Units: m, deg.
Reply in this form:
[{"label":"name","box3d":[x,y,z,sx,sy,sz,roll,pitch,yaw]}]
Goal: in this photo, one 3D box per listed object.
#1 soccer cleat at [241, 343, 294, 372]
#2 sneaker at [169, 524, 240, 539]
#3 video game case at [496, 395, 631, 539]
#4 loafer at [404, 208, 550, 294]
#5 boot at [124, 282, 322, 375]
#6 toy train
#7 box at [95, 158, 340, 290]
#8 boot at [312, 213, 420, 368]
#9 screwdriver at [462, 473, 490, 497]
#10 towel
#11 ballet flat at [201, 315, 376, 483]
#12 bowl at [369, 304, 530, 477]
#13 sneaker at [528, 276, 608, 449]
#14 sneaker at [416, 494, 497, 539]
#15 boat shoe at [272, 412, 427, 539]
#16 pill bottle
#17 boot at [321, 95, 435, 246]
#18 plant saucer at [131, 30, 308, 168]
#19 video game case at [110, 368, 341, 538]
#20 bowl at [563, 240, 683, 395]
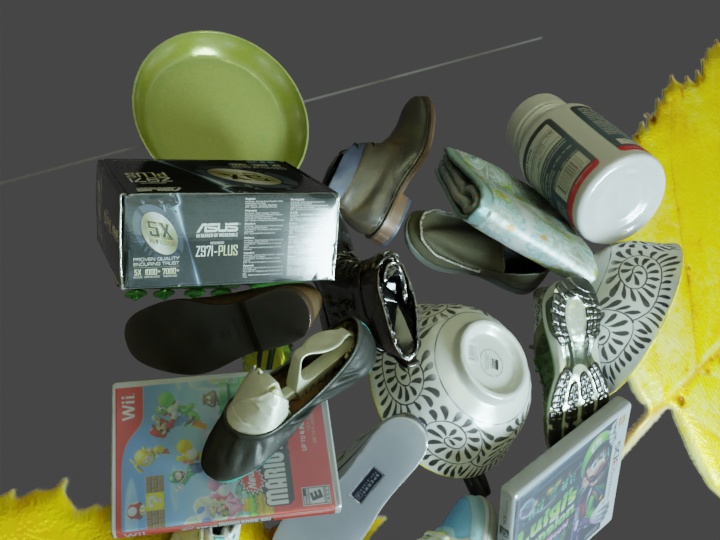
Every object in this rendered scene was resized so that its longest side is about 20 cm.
[{"label":"soccer cleat","box3d":[-0.096,0.121,0.890,0.083,0.065,0.202,-18,74,-3]},{"label":"sneaker","box3d":[-0.143,0.262,0.802,0.075,0.088,0.202,17,65,-21]},{"label":"video game case","box3d":[0.217,0.253,0.957,0.199,0.023,0.183,-27,129,-34]},{"label":"loafer","box3d":[0.145,-0.030,1.059,0.199,0.070,0.076,16,66,-22]},{"label":"boot","box3d":[-0.130,0.051,0.859,0.075,0.198,0.074,-45,123,-72]},{"label":"toy train","box3d":[-0.148,0.004,0.905,0.198,0.056,0.042,-1,73,-28]},{"label":"box","box3d":[-0.141,-0.050,0.847,0.198,0.164,0.087,-2,108,-23]},{"label":"boot","box3d":[0.000,0.000,0.900,0.069,0.174,0.202,-19,91,-22]},{"label":"screwdriver","box3d":[0.096,0.163,1.004,0.028,0.029,0.201,-16,73,-30]},{"label":"towel","box3d":[0.178,-0.070,1.039,0.170,0.048,0.200,25,21,-18]},{"label":"ballet flat","box3d":[-0.067,0.104,0.799,0.068,0.069,0.200,31,55,33]},{"label":"bowl","box3d":[0.118,0.111,0.960,0.199,0.094,0.202,16,56,-25]},{"label":"sneaker","box3d":[0.224,0.105,0.997,0.076,0.089,0.202,0,93,-17]},{"label":"sneaker","box3d":[0.053,0.291,0.900,0.130,0.079,0.201,39,59,-12]},{"label":"boat shoe","box3d":[-0.007,0.221,0.881,0.200,0.065,0.074,-42,89,2]},{"label":"pill bottle","box3d":[0.264,-0.133,1.082,0.119,0.120,0.200,2,34,-26]},{"label":"boot","box3d":[0.021,-0.137,1.029,0.096,0.075,0.201,27,65,-20]},{"label":"plant saucer","box3d":[-0.153,-0.166,0.974,0.198,0.031,0.202,9,69,-24]},{"label":"video game case","box3d":[-0.124,0.160,0.807,0.198,0.018,0.144,-4,56,-9]},{"label":"bowl","box3d":[0.287,0.039,1.052,0.094,0.201,0.202,26,62,2]}]
